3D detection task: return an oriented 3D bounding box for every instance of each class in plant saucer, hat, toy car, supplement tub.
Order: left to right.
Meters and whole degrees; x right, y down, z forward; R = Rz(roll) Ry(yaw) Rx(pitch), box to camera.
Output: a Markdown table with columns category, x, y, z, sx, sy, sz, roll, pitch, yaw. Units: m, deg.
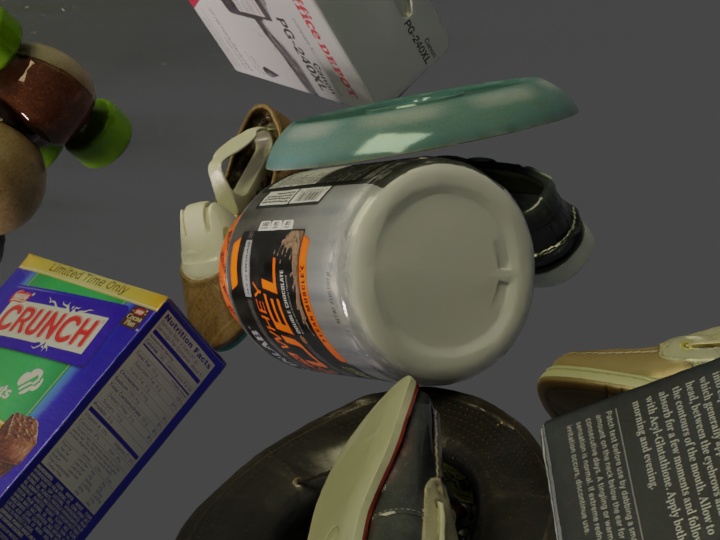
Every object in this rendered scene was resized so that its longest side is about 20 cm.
| category | x | y | z | sx | sy | sz | roll | pitch | yaw |
| --- | --- | --- | --- | --- | --- | --- | --- | --- | --- |
| toy car | -0.301 | -0.080 | 1.237 | 0.158 | 0.164 | 0.200 | -1 | 60 | 37 |
| supplement tub | 0.000 | 0.000 | 0.902 | 0.123 | 0.123 | 0.200 | -49 | 20 | -18 |
| hat | 0.009 | 0.151 | 0.788 | 0.200 | 0.081 | 0.201 | -9 | 36 | 7 |
| plant saucer | 0.036 | -0.095 | 0.992 | 0.200 | 0.027 | 0.200 | -10 | 8 | 1 |

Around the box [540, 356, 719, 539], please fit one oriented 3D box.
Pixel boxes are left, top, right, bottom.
| category | x | y | z | sx | sy | sz | roll | pitch | yaw |
| --- | --- | --- | --- | --- | --- | --- | --- | --- | --- |
| box | 0.196 | 0.108 | 0.632 | 0.200 | 0.148 | 0.107 | -22 | 39 | 17 |

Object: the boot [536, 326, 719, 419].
| category | x | y | z | sx | sy | sz | roll | pitch | yaw |
| --- | --- | --- | --- | --- | --- | --- | --- | --- | --- |
| boot | 0.200 | 0.027 | 0.785 | 0.200 | 0.072 | 0.155 | 3 | 51 | 33 |

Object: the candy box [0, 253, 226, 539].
| category | x | y | z | sx | sy | sz | roll | pitch | yaw |
| --- | --- | --- | --- | --- | --- | --- | --- | --- | --- |
| candy box | -0.213 | 0.096 | 1.026 | 0.169 | 0.077 | 0.200 | 13 | 56 | 46 |

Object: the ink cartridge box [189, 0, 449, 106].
| category | x | y | z | sx | sy | sz | roll | pitch | yaw |
| --- | --- | --- | --- | --- | --- | --- | --- | --- | --- |
| ink cartridge box | -0.047 | -0.210 | 1.178 | 0.083 | 0.145 | 0.200 | -46 | 38 | -16 |

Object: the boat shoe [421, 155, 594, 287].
| category | x | y | z | sx | sy | sz | roll | pitch | yaw |
| --- | --- | --- | --- | --- | --- | --- | --- | --- | --- |
| boat shoe | 0.057 | -0.044 | 0.983 | 0.200 | 0.060 | 0.076 | 10 | 55 | 44 |

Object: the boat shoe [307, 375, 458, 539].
| category | x | y | z | sx | sy | sz | roll | pitch | yaw |
| --- | --- | --- | --- | --- | --- | --- | --- | --- | --- |
| boat shoe | 0.014 | 0.128 | 0.698 | 0.071 | 0.063 | 0.200 | -53 | 13 | 35 |

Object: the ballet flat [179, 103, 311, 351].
| category | x | y | z | sx | sy | sz | roll | pitch | yaw |
| --- | --- | --- | --- | --- | --- | --- | --- | --- | --- |
| ballet flat | -0.085 | -0.039 | 1.079 | 0.068 | 0.072 | 0.200 | -6 | 45 | 32 |
